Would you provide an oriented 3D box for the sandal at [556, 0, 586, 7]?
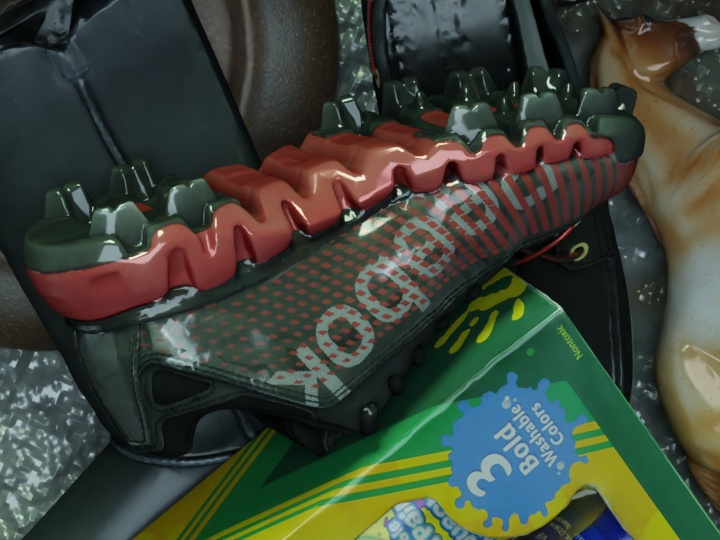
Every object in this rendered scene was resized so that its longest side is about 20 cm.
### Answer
[{"bbox_3d":[0.045,-0.186,0.968,0.075,0.045,0.201,-21,93,-2],"label":"sandal"}]

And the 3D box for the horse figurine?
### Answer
[{"bbox_3d":[0.143,0.010,0.974,0.132,0.050,0.201,-1,97,8],"label":"horse figurine"}]

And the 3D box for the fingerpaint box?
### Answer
[{"bbox_3d":[0.041,0.127,0.927,0.167,0.073,0.200,-38,113,-6],"label":"fingerpaint box"}]

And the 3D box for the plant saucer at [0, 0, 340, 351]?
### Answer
[{"bbox_3d":[-0.105,-0.073,0.965,0.199,0.037,0.202,0,92,-5],"label":"plant saucer"}]

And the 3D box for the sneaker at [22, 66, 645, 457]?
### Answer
[{"bbox_3d":[0.000,0.000,0.881,0.199,0.071,0.098,-19,106,-19],"label":"sneaker"}]

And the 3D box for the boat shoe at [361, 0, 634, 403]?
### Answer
[{"bbox_3d":[0.045,-0.025,0.957,0.073,0.063,0.203,-16,102,-1],"label":"boat shoe"}]

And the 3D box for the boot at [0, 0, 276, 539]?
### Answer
[{"bbox_3d":[-0.093,0.020,0.920,0.164,0.066,0.201,-29,117,-12],"label":"boot"}]
